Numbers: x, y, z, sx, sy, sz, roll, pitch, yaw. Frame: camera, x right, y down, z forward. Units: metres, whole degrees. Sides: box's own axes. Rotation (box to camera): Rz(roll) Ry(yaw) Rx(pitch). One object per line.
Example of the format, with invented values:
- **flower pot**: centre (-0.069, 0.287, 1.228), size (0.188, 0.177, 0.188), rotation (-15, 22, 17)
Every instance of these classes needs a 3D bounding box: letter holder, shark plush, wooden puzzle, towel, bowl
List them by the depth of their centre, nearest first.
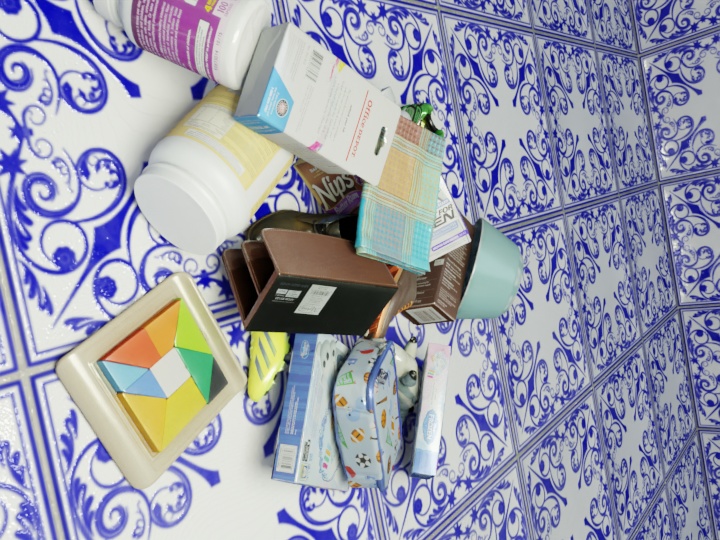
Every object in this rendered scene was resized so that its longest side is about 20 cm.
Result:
- **wooden puzzle**: centre (-0.242, 0.130, 0.754), size (0.200, 0.036, 0.189), rotation (-44, 116, -42)
- **letter holder**: centre (-0.070, -0.003, 0.822), size (0.196, 0.101, 0.144), rotation (8, 41, -40)
- **towel**: centre (0.059, -0.109, 0.852), size (0.144, 0.021, 0.207), rotation (15, 81, -41)
- **shark plush**: centre (0.060, 0.191, 1.046), size (0.203, 0.080, 0.093), rotation (81, 10, -46)
- **bowl**: centre (0.250, 0.010, 1.190), size (0.102, 0.202, 0.206), rotation (16, 65, 0)

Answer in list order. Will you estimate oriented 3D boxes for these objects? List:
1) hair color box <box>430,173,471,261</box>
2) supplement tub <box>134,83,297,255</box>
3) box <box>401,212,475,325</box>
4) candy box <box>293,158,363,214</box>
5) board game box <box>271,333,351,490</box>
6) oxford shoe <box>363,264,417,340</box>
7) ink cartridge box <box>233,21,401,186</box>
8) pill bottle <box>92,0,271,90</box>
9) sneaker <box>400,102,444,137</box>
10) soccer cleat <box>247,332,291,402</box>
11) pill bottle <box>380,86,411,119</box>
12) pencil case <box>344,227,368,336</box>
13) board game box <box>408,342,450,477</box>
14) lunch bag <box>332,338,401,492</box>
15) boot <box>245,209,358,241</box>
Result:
- **hair color box**: centre (0.096, -0.120, 1.020), size (0.204, 0.107, 0.065), rotation (61, 13, -15)
- **supplement tub**: centre (-0.180, -0.136, 0.784), size (0.147, 0.143, 0.202), rotation (53, 50, -28)
- **box**: centre (0.146, -0.005, 1.160), size (0.074, 0.098, 0.205), rotation (37, 58, -33)
- **candy box**: centre (-0.003, -0.149, 0.943), size (0.118, 0.196, 0.057), rotation (54, 53, -27)
- **board game box**: centre (-0.054, 0.209, 0.895), size (0.199, 0.042, 0.207), rotation (48, 47, -61)
- **oxford shoe**: centre (0.063, 0.051, 1.070), size (0.072, 0.071, 0.204), rotation (34, 58, -18)
- **ink cartridge box**: centre (-0.048, -0.198, 0.764), size (0.197, 0.067, 0.119), rotation (25, 82, -39)
- **pill bottle**: centre (-0.215, -0.308, 0.735), size (0.195, 0.113, 0.114), rotation (24, 59, 4)
- **sneaker**: centre (0.128, -0.224, 1.186), size (0.078, 0.083, 0.206), rotation (-34, 110, -44)
- **soccer cleat**: centre (-0.134, 0.083, 0.877), size (0.082, 0.065, 0.206), rotation (22, 69, -15)
- **pill bottle**: centre (0.054, -0.211, 1.082), size (0.111, 0.109, 0.205), rotation (-41, 114, -43)
- **pencil case**: centre (0.000, 0.000, 1.015), size (0.088, 0.077, 0.206), rotation (25, 65, -27)
- **board game box**: centre (0.117, 0.249, 1.051), size (0.201, 0.042, 0.206), rotation (82, 16, -70)
- **lunch bag**: centre (0.018, 0.207, 0.911), size (0.160, 0.073, 0.207), rotation (-49, 137, -63)
- **boot**: centre (-0.076, -0.063, 0.924), size (0.197, 0.095, 0.077), rotation (-13, 93, -48)
